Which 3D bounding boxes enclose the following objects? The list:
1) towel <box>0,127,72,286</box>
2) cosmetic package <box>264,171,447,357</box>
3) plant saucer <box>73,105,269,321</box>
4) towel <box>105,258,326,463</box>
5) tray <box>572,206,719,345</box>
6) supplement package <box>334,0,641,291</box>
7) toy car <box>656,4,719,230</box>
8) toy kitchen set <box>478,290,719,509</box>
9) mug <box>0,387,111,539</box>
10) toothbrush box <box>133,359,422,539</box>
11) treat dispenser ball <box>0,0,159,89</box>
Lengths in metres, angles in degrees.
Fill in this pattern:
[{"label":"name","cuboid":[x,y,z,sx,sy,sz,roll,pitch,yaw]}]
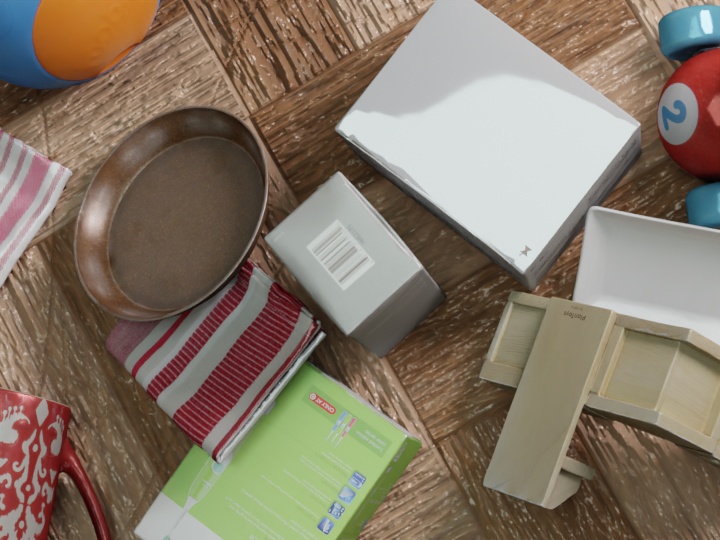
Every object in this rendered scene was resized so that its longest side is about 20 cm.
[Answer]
[{"label":"towel","cuboid":[-0.376,-0.077,1.609,0.200,0.030,0.146,31,89,12]},{"label":"cosmetic package","cuboid":[0.000,0.000,1.451,0.090,0.200,0.107,-42,80,3]},{"label":"plant saucer","cuboid":[-0.156,-0.045,1.534,0.200,0.034,0.201,-13,61,25]},{"label":"towel","cuboid":[-0.126,0.055,1.499,0.144,0.023,0.200,-52,43,0]},{"label":"tray","cuboid":[0.279,0.008,1.474,0.200,0.022,0.108,12,121,11]},{"label":"supplement package","cuboid":[0.109,-0.109,1.492,0.200,0.111,0.156,38,90,12]},{"label":"toy car","cuboid":[0.322,-0.142,1.415,0.177,0.200,0.185,-9,81,8]},{"label":"toy kitchen set","cuboid":[0.215,0.134,1.461,0.200,0.180,0.163,13,79,51]},{"label":"mug","cuboid":[-0.305,0.206,1.529,0.133,0.177,0.200,0,75,46]},{"label":"toothbrush box","cuboid":[-0.067,0.180,1.493,0.146,0.086,0.200,34,87,14]},{"label":"treat dispenser ball","cuboid":[-0.268,-0.255,1.528,0.201,0.201,0.201,-1,82,9]}]
